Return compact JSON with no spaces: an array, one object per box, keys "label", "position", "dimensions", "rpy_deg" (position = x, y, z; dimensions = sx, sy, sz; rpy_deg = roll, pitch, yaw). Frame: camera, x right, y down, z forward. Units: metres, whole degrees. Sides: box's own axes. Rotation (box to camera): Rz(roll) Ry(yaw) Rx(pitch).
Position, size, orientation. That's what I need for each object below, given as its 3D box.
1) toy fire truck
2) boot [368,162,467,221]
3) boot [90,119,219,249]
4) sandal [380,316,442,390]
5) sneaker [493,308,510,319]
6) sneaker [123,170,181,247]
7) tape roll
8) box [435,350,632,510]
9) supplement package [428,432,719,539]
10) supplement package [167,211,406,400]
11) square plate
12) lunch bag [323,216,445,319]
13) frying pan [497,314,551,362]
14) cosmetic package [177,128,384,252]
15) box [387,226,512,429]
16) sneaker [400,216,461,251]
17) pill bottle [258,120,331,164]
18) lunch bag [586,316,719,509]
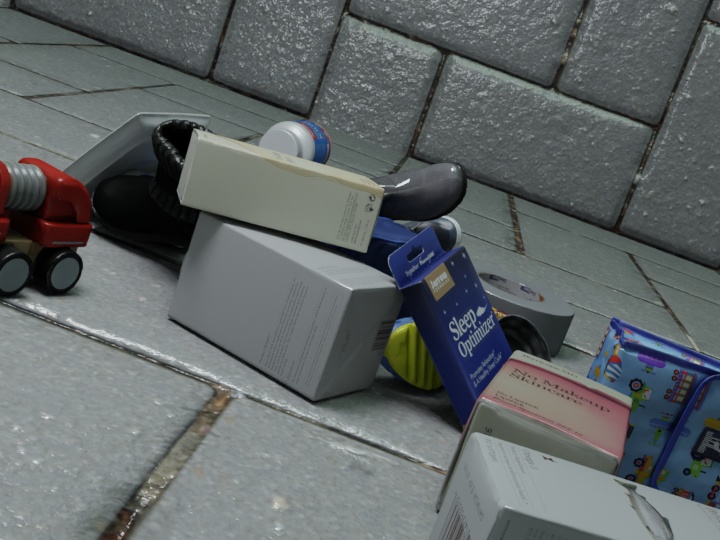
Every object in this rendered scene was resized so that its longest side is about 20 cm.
[{"label":"toy fire truck","position":[-0.345,-0.092,1.011],"dimensions":[0.128,0.201,0.176],"rpy_deg":[28,15,29]},{"label":"boot","position":[0.025,-0.093,1.339],"dimensions":[0.199,0.070,0.131],"rpy_deg":[-17,-12,36]},{"label":"boot","position":[-0.234,-0.106,1.235],"dimensions":[0.210,0.158,0.080],"rpy_deg":[13,54,14]},{"label":"sandal","position":[0.077,0.089,1.207],"dimensions":[0.087,0.080,0.200],"rpy_deg":[16,2,39]},{"label":"sneaker","position":[0.139,0.068,1.401],"dimensions":[0.200,0.075,0.090],"rpy_deg":[32,3,36]},{"label":"sneaker","position":[-0.226,-0.074,1.412],"dimensions":[0.146,0.081,0.200],"rpy_deg":[32,13,15]},{"label":"tape roll","position":[0.209,0.053,1.550],"dimensions":[0.199,0.066,0.200],"rpy_deg":[18,14,-5]},{"label":"box","position":[0.161,0.160,0.944],"dimensions":[0.127,0.109,0.200],"rpy_deg":[22,14,13]},{"label":"supplement package","position":[0.156,0.209,0.717],"dimensions":[0.199,0.118,0.117],"rpy_deg":[18,12,-8]},{"label":"supplement package","position":[-0.076,0.030,1.091],"dimensions":[0.200,0.122,0.120],"rpy_deg":[27,15,26]},{"label":"square plate","position":[-0.304,-0.139,1.374],"dimensions":[0.029,0.198,0.200],"rpy_deg":[58,19,4]},{"label":"lunch bag","position":[0.000,0.000,1.293],"dimensions":[0.199,0.136,0.132],"rpy_deg":[10,17,-41]},{"label":"frying pan","position":[0.149,0.094,1.196],"dimensions":[0.190,0.115,0.031],"rpy_deg":[27,-28,-32]},{"label":"cosmetic package","position":[-0.086,-0.084,1.110],"dimensions":[0.199,0.073,0.104],"rpy_deg":[15,9,-16]},{"label":"box","position":[0.102,0.055,1.106],"dimensions":[0.032,0.201,0.121],"rpy_deg":[-22,8,32]},{"label":"sneaker","position":[0.026,-0.023,1.419],"dimensions":[0.202,0.077,0.146],"rpy_deg":[-17,-5,24]},{"label":"pill bottle","position":[-0.136,-0.249,2.162],"dimensions":[0.112,0.113,0.200],"rpy_deg":[22,13,9]},{"label":"lunch bag","position":[0.331,0.161,1.101],"dimensions":[0.199,0.151,0.094],"rpy_deg":[20,13,2]}]
